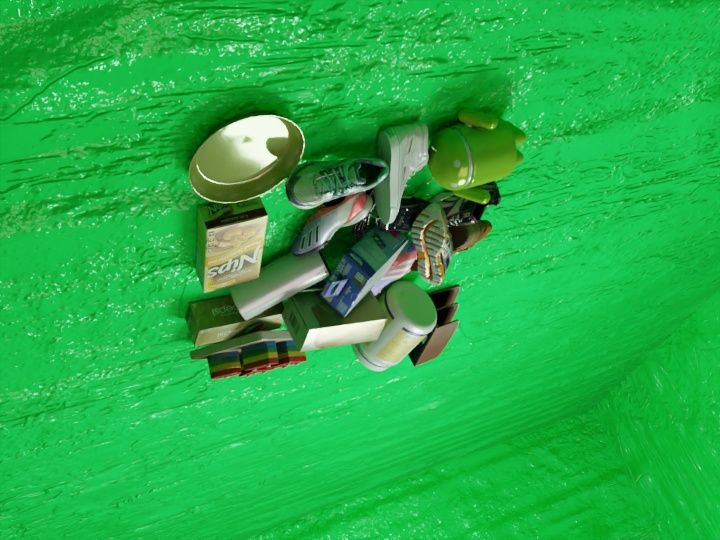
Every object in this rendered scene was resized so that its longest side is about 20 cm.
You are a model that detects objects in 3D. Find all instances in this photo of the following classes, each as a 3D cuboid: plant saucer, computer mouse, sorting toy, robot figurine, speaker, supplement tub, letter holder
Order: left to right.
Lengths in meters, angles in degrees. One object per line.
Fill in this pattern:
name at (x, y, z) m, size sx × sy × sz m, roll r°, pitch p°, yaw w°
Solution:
plant saucer at (-0.185, -0.186, 1.320) m, size 0.196 × 0.032 × 0.201 m, roll -21°, pitch 152°, yaw -12°
sorting toy at (-0.231, 0.186, 1.786) m, size 0.195 × 0.071 × 0.199 m, roll -17°, pitch 169°, yaw 27°
speaker at (-0.162, 0.019, 1.644) m, size 0.197 × 0.082 × 0.081 m, roll -28°, pitch 154°, yaw 0°
supplement tub at (0.078, 0.138, 1.997) m, size 0.143 × 0.148 × 0.200 m, roll 0°, pitch 143°, yaw -42°
computer mouse at (0.073, -0.139, 1.632) m, size 0.196 × 0.046 × 0.143 m, roll -9°, pitch 135°, yaw -33°
letter holder at (0.204, 0.145, 2.178) m, size 0.139 × 0.102 × 0.202 m, roll -16°, pitch 151°, yaw -25°
robot figurine at (0.209, -0.217, 1.526) m, size 0.196 × 0.116 × 0.179 m, roll -16°, pitch 130°, yaw -22°

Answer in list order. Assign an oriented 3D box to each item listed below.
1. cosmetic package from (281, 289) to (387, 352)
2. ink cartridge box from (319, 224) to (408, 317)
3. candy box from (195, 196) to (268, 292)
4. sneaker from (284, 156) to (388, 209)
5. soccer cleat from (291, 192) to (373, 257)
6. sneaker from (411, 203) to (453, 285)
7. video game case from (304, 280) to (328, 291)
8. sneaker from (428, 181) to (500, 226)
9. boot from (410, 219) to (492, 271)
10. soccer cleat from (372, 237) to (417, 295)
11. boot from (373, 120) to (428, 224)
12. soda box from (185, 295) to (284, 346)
cosmetic package at (-0.053, 0.097, 1.715) m, size 0.196 × 0.106 × 0.072 m, roll -7°, pitch 139°, yaw -35°
ink cartridge box at (0.000, 0.000, 1.667) m, size 0.200 × 0.076 × 0.137 m, roll -47°, pitch 173°, yaw -46°
candy box at (-0.235, -0.047, 1.488) m, size 0.113 × 0.056 × 0.202 m, roll -16°, pitch 151°, yaw -22°
sneaker at (-0.038, -0.162, 1.416) m, size 0.197 × 0.080 × 0.086 m, roll -21°, pitch -171°, yaw -31°
soccer cleat at (-0.068, -0.098, 1.560) m, size 0.198 × 0.069 × 0.073 m, roll -32°, pitch 125°, yaw 28°
sneaker at (0.154, -0.064, 1.693) m, size 0.077 × 0.077 × 0.203 m, roll -48°, pitch 151°, yaw -33°
video game case at (-0.068, 0.075, 1.847) m, size 0.139 × 0.018 × 0.201 m, roll -8°, pitch 152°, yaw 4°
sneaker at (0.206, -0.126, 1.718) m, size 0.199 × 0.088 × 0.080 m, roll -38°, pitch 150°, yaw 22°
boot at (0.194, -0.064, 1.850) m, size 0.198 × 0.078 × 0.154 m, roll -31°, pitch 173°, yaw 31°
soccer cleat at (0.048, -0.004, 1.819) m, size 0.075 × 0.068 × 0.200 m, roll 11°, pitch 138°, yaw -44°
boot at (0.081, -0.177, 1.503) m, size 0.094 × 0.074 × 0.203 m, roll -18°, pitch 139°, yaw -21°
soda box at (-0.257, 0.095, 1.703) m, size 0.196 × 0.069 × 0.064 m, roll -11°, pitch 151°, yaw -29°
